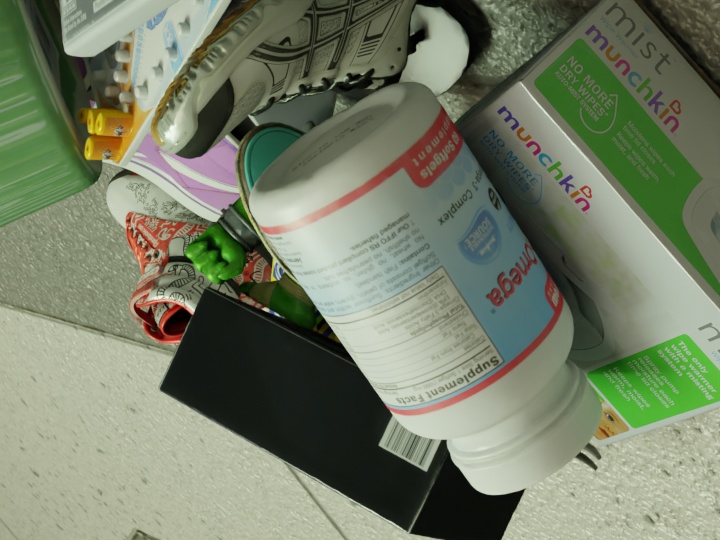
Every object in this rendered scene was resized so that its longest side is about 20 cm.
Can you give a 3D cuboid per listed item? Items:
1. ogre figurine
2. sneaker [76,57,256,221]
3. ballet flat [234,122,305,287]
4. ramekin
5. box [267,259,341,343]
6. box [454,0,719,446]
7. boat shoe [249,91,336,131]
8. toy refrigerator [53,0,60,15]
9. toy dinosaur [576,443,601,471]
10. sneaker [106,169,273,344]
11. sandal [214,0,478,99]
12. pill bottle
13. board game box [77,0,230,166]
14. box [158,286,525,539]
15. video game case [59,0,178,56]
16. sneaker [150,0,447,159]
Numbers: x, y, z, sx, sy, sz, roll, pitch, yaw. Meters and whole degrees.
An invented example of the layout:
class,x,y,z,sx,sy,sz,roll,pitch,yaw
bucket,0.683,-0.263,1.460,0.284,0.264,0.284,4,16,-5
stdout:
class,x,y,z,sx,sy,sz,roll,pitch,yaw
ogre figurine,0.006,-0.009,0.944,0.200,0.120,0.098,28,-178,17
sneaker,-0.143,-0.117,1.044,0.200,0.073,0.114,26,150,-15
ballet flat,0.000,0.000,0.867,0.200,0.071,0.071,45,151,3
ramekin,-0.234,-0.123,0.920,0.200,0.097,0.200,161,90,-90
box,-0.024,0.028,1.094,0.064,0.070,0.200,36,149,17
box,0.137,-0.022,0.804,0.200,0.097,0.176,49,153,-4
boat shoe,-0.078,-0.169,0.928,0.066,0.070,0.200,37,160,56
toy refrigerator,-0.185,-0.198,1.022,0.200,0.070,0.076,21,146,40
toy dinosaur,0.065,0.099,1.063,0.200,0.105,0.182,41,132,33
sneaker,-0.158,-0.010,1.179,0.201,0.108,0.067,25,145,32
sandal,-0.033,-0.135,0.858,0.200,0.043,0.076,12,127,7
pill bottle,0.040,0.013,0.764,0.109,0.109,0.200,-8,121,55
board game box,-0.135,-0.195,0.849,0.200,0.026,0.200,-48,53,47
box,-0.005,0.094,0.945,0.200,0.079,0.141,26,-178,30
video game case,-0.112,-0.225,0.770,0.200,0.023,0.182,-16,77,54
sneaker,-0.019,-0.117,0.775,0.088,0.200,0.076,49,162,-17
